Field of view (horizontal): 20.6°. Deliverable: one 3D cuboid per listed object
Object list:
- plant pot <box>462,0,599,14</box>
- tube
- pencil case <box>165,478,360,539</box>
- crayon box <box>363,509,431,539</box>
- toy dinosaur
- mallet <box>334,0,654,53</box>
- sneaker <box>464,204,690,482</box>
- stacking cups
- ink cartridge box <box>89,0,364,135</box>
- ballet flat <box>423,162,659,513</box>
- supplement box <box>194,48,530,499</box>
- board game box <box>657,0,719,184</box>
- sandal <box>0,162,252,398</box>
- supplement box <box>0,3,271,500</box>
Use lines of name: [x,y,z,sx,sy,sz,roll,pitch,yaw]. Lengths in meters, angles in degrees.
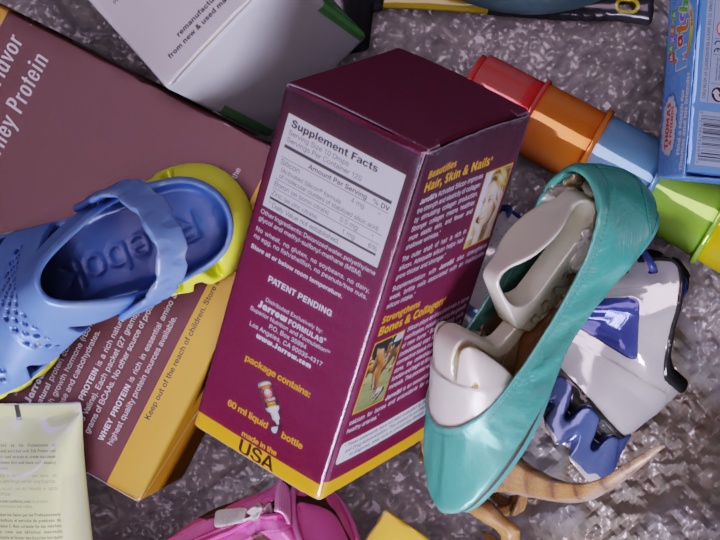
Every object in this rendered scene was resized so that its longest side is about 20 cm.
plant pot: [0.098,-0.249,1.049,0.200,0.135,0.200,1,83,-4]
tube: [-0.161,0.164,1.021,0.058,0.052,0.200,-11,102,-17]
pencil case: [-0.094,0.178,1.071,0.200,0.094,0.091,-29,50,19]
crayon box: [0.011,0.247,1.105,0.127,0.051,0.200,35,92,5]
toy dinosaur: [0.073,0.108,1.062,0.060,0.106,0.200,-38,44,-27]
mallet: [0.063,-0.143,1.118,0.200,0.041,0.066,10,88,1]
sneaker: [0.114,0.007,1.090,0.115,0.081,0.200,-36,93,3]
stacking cups: [0.148,-0.061,1.100,0.200,0.061,0.061,32,91,7]
ink cartridge box: [-0.108,-0.179,1.055,0.084,0.146,0.200,-45,72,9]
ballet flat: [0.076,0.028,1.014,0.070,0.067,0.200,32,91,-36]
supplement box: [0.000,0.000,1.007,0.086,0.110,0.200,28,117,23]
board game box: [0.260,-0.115,1.063,0.200,0.037,0.152,5,89,-19]
sandal: [-0.151,0.005,0.972,0.200,0.087,0.080,-31,89,5]
supplement box: [-0.152,-0.013,1.081,0.200,0.133,0.197,27,91,4]
